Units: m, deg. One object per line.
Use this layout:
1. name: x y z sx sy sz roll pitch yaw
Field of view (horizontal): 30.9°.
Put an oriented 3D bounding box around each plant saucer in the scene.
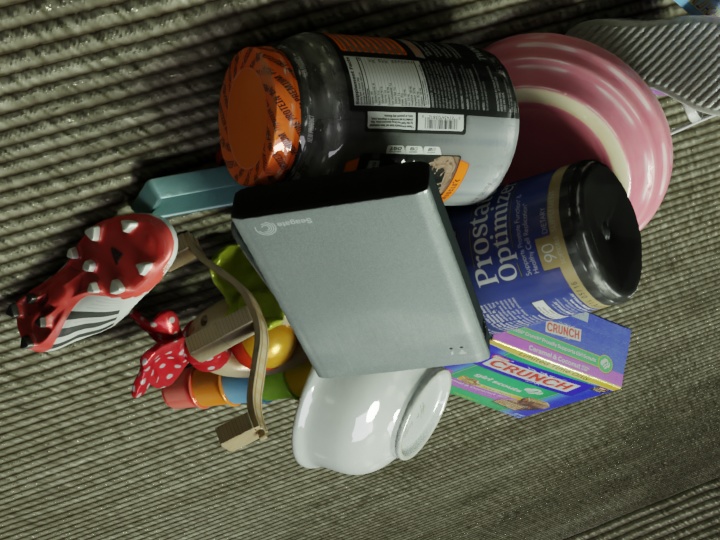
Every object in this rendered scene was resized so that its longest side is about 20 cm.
1. plant saucer: -0.084 -0.072 1.063 0.199 0.019 0.070 -12 168 -25
2. plant saucer: 0.149 -0.090 1.057 0.201 0.200 0.051 -46 -173 41

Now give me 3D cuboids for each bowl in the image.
1. bowl: 0.026 0.118 1.252 0.201 0.090 0.202 -47 152 -36

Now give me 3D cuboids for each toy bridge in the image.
1. toy bridge: -0.112 0.053 1.088 0.067 0.201 0.027 -27 153 7

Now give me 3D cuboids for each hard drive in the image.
1. hard drive: 0.006 0.005 0.939 0.138 0.033 0.201 -7 141 15

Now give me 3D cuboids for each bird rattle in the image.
1. bird rattle: -0.110 0.063 1.193 0.162 0.113 0.200 22 128 -40

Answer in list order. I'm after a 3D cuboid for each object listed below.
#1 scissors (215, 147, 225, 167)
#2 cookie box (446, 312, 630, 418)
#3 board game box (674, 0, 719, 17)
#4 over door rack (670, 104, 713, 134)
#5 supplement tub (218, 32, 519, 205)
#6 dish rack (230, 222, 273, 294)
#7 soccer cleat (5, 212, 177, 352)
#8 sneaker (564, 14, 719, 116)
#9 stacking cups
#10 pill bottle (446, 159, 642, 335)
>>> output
1. scissors: -0.023 -0.129 1.033 0.199 0.014 0.073 -21 154 -10
2. cookie box: 0.167 0.090 1.435 0.170 0.076 0.200 21 156 -21
3. board game box: 0.330 -0.272 1.008 0.195 0.056 0.199 -35 154 24
4. over door rack: 0.315 -0.155 1.215 0.147 0.067 0.200 -22 172 22
5. supplement tub: 0.005 -0.108 0.950 0.199 0.123 0.123 -1 148 -30
6. dish rack: 0.000 0.000 1.136 0.199 0.172 0.044 3 130 -47
7. soccer cleat: -0.209 0.009 1.080 0.199 0.069 0.085 -34 165 32
8. sneaker: 0.273 -0.167 1.056 0.114 0.200 0.073 0 107 -49
9. stacking cups: -0.114 0.110 1.310 0.199 0.061 0.060 -11 163 26
10. pill bottle: 0.111 -0.008 1.026 0.199 0.113 0.111 -17 164 34
